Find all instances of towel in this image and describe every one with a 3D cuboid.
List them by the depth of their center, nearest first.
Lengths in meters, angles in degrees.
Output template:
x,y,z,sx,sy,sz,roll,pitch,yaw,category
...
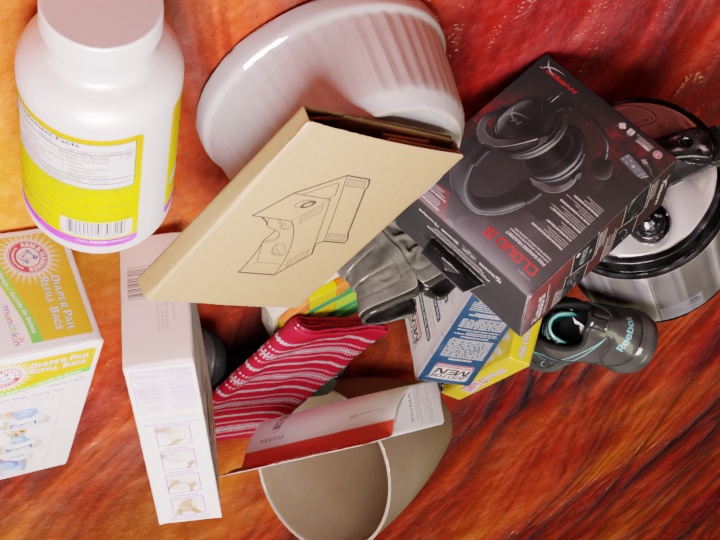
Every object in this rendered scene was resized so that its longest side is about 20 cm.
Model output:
x,y,z,sx,sy,sz,roll,pitch,yaw,category
-0.077,0.106,1.339,0.200,0.023,0.144,-43,154,28,towel

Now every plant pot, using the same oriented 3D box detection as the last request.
x,y,z,sx,sy,sz,roll,pitch,yaw,category
0.014,0.198,1.602,0.187,0.188,0.199,-44,164,34,plant pot

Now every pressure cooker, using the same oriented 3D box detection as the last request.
x,y,z,sx,sy,sz,roll,pitch,yaw,category
0.261,-0.060,1.296,0.177,0.178,0.200,-59,153,-8,pressure cooker

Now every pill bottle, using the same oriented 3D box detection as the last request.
x,y,z,sx,sy,sz,roll,pitch,yaw,category
-0.165,-0.104,0.892,0.103,0.105,0.201,-16,153,-20,pill bottle

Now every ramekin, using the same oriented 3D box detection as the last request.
x,y,z,sx,sy,sz,roll,pitch,yaw,category
-0.013,-0.107,1.047,0.201,0.095,0.203,-22,155,-11,ramekin

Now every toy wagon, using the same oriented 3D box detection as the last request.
x,y,z,sx,sy,sz,roll,pitch,yaw,category
0.000,0.000,1.308,0.199,0.040,0.155,-27,164,-13,toy wagon

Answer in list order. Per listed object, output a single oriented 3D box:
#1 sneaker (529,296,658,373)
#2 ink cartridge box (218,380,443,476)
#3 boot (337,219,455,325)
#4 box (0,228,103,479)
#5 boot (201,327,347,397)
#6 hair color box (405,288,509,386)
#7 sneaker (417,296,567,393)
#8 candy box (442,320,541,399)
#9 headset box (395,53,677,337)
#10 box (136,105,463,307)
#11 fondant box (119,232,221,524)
x,y,z,sx,sy,sz,roll,pitch,yaw,category
0.188,0.052,1.320,0.079,0.076,0.199,18,167,-30,sneaker
-0.031,0.144,1.287,0.161,0.058,0.200,-16,169,23,ink cartridge box
-0.016,-0.011,1.187,0.198,0.132,0.068,-20,155,-13,boot
-0.280,0.070,1.109,0.100,0.113,0.201,-10,151,-28,box
-0.095,0.091,1.382,0.198,0.066,0.165,-6,160,-29,boot
0.106,0.005,1.286,0.060,0.101,0.201,9,137,-21,hair color box
0.153,0.081,1.633,0.198,0.071,0.093,-28,173,-2,sneaker
0.131,0.059,1.359,0.026,0.103,0.200,18,162,-10,candy box
0.135,-0.057,1.152,0.200,0.149,0.077,-40,158,-19,headset box
-0.044,-0.038,1.011,0.163,0.021,0.200,4,142,-48,box
-0.156,0.091,1.163,0.058,0.145,0.201,-8,135,-3,fondant box
